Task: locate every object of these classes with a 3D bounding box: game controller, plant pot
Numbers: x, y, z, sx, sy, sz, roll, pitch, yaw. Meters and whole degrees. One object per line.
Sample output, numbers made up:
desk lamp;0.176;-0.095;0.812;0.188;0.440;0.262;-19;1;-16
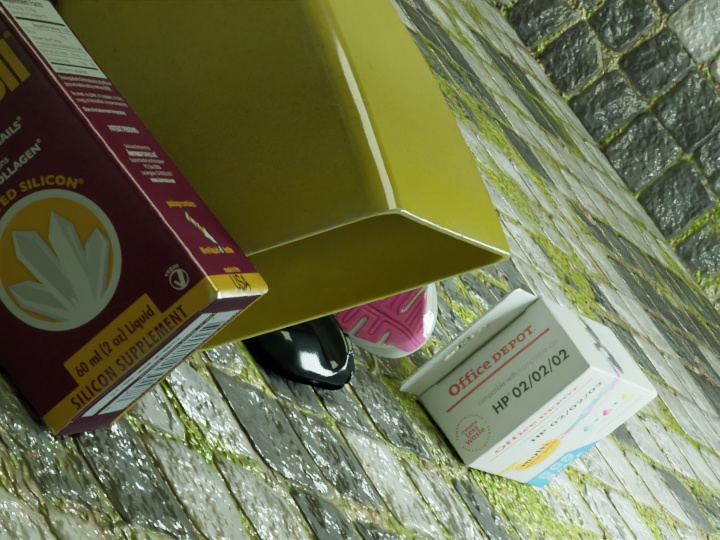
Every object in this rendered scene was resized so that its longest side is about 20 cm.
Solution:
game controller;-0.076;-0.008;1.862;0.104;0.042;0.200;6;44;-54
plant pot;-0.058;-0.074;1.573;0.200;0.199;0.177;20;55;-68

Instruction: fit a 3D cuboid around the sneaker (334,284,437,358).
sneaker;0.000;0.000;1.956;0.088;0.081;0.200;55;-2;-41

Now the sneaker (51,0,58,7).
sneaker;-0.184;-0.112;1.588;0.200;0.099;0.070;45;15;-22

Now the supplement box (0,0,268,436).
supplement box;-0.154;-0.033;1.438;0.200;0.110;0.086;52;12;8

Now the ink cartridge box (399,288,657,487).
ink cartridge box;0.119;0.085;2.091;0.068;0.115;0.200;54;13;22
